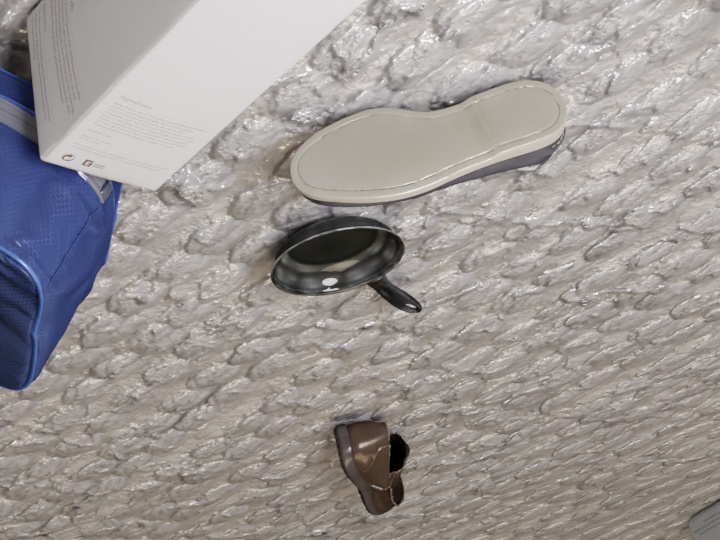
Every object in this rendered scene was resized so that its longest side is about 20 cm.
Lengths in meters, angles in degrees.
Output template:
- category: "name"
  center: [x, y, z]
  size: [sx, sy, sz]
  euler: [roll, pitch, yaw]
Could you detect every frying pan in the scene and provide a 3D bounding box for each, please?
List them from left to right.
- category: "frying pan"
  center: [0.009, -0.008, 1.102]
  size: [0.189, 0.031, 0.115]
  euler: [7, 147, -39]

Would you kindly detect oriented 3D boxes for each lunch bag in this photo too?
- category: "lunch bag"
  center: [-0.229, -0.029, 0.837]
  size: [0.135, 0.133, 0.200]
  euler: [29, 146, -2]

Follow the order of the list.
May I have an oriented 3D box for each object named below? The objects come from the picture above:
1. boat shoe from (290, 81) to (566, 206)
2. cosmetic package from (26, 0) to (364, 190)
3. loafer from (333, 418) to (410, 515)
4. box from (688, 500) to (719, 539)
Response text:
- category: "boat shoe"
  center: [0.050, -0.077, 0.933]
  size: [0.198, 0.073, 0.063]
  euler: [-15, 153, -5]
- category: "cosmetic package"
  center: [-0.098, -0.144, 0.721]
  size: [0.084, 0.108, 0.199]
  euler: [15, 144, -42]
- category: "loafer"
  center: [0.027, 0.227, 1.507]
  size: [0.070, 0.074, 0.200]
  euler: [-16, 153, 7]
- category: "box"
  center: [0.668, 0.436, 2.061]
  size: [0.197, 0.173, 0.200]
  euler: [2, 150, -25]
